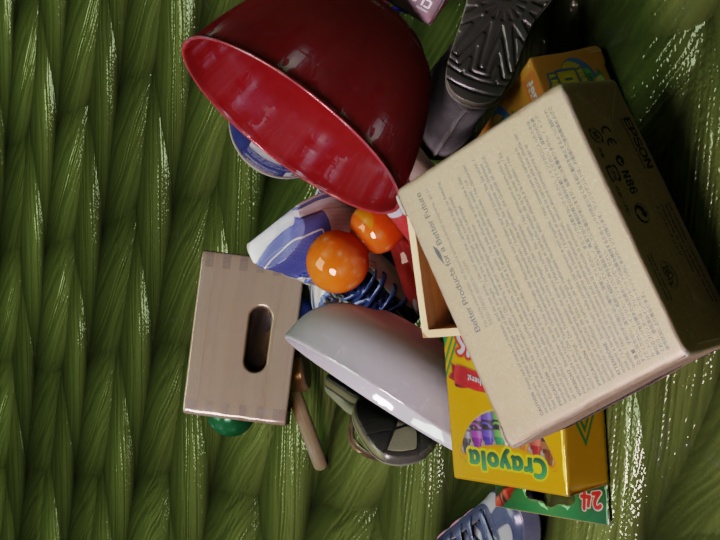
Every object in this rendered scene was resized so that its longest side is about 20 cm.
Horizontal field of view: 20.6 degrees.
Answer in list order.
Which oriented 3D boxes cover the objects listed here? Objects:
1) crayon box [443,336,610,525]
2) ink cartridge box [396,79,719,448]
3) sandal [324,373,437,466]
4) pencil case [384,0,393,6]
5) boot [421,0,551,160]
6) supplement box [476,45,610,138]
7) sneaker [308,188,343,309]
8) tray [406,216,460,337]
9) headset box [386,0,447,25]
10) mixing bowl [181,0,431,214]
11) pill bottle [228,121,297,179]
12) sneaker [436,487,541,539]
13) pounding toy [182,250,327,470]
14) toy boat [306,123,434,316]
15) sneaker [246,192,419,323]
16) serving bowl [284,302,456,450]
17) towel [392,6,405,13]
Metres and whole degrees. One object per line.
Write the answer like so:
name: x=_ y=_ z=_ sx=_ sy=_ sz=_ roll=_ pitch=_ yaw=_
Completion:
crayon box: x=0.126 y=0.095 z=1.510 sx=0.127 sy=0.051 sz=0.201 roll=2 pitch=99 yaw=49
ink cartridge box: x=0.137 y=-0.005 z=1.343 sx=0.165 sy=0.075 sz=0.200 roll=-32 pitch=77 yaw=39
sandal: x=0.020 y=0.139 z=1.795 sx=0.201 sy=0.080 sz=0.058 roll=-134 pitch=46 yaw=-70
pencil case: x=0.001 y=-0.306 z=1.566 sx=0.088 sy=0.088 sz=0.201 roll=-147 pitch=52 yaw=-62
boot: x=0.099 y=-0.179 z=1.511 sx=0.182 sy=0.072 sz=0.200 roll=-61 pitch=-4 yaw=-6
supplement box: x=0.126 y=-0.084 z=1.478 sx=0.200 sy=0.069 sz=0.067 roll=-56 pitch=48 yaw=54
sneaker: x=-0.024 y=-0.032 z=1.851 sx=0.085 sy=0.077 sz=0.201 roll=-124 pitch=34 yaw=-55
tray: x=0.127 y=-0.008 z=1.422 sx=0.200 sy=0.037 sz=0.099 roll=-5 pitch=94 yaw=40
headset box: x=0.030 y=-0.288 z=1.447 sx=0.200 sy=0.148 sz=0.075 roll=-61 pitch=-1 yaw=23
mixing bowl: x=-0.021 y=-0.145 z=1.465 sx=0.200 sy=0.108 sz=0.200 roll=35 pitch=166 yaw=10
pill bottle: x=-0.058 y=-0.152 z=1.797 sx=0.200 sy=0.111 sz=0.111 roll=144 pitch=117 yaw=-79
sneaker: x=0.088 y=0.240 z=1.647 sx=0.200 sy=0.082 sz=0.070 roll=114 pitch=143 yaw=-51
pounding toy: x=-0.094 y=0.094 z=1.960 sx=0.184 sy=0.142 sz=0.201 roll=95 pitch=-179 yaw=-86
toy boat: x=0.012 y=-0.032 z=1.615 sx=0.200 sy=0.131 sz=0.130 roll=51 pitch=173 yaw=-23
sneaker: x=0.000 y=0.000 z=1.706 sx=0.080 sy=0.199 sz=0.115 roll=-37 pitch=71 yaw=25
serving bowl: x=0.037 y=0.082 z=1.638 sx=0.066 sy=0.200 sz=0.200 roll=-58 pitch=23 yaw=-6
towel: x=0.052 y=-0.320 z=1.618 sx=0.148 sy=0.049 sz=0.201 roll=171 pitch=93 yaw=-71
